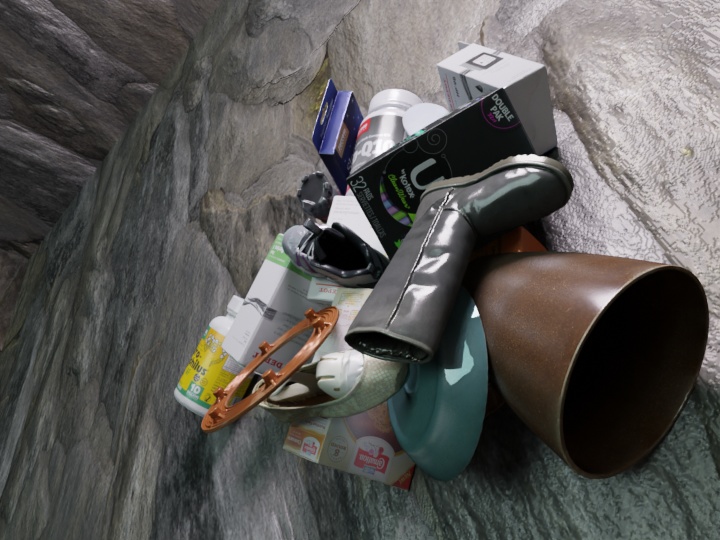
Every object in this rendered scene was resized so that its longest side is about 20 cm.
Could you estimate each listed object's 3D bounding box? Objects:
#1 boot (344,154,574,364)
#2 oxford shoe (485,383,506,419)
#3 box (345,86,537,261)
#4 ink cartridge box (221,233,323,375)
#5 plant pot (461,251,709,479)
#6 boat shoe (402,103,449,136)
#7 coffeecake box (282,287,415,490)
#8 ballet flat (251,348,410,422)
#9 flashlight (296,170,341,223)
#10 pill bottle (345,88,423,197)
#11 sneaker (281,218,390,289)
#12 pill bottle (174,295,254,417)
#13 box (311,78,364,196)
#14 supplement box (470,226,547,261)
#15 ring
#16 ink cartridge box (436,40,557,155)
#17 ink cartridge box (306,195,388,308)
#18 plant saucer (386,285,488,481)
[{"bbox_3d":[0.089,-0.009,0.536,0.181,0.073,0.201,-13,33,45],"label":"boot"},{"bbox_3d":[0.126,0.126,0.666,0.201,0.071,0.071,-55,35,3],"label":"oxford shoe"},{"bbox_3d":[0.104,-0.100,0.699,0.199,0.149,0.124,-29,10,8],"label":"box"},{"bbox_3d":[-0.103,0.068,0.909,0.084,0.146,0.201,20,81,54],"label":"ink cartridge box"},{"bbox_3d":[0.177,0.057,0.555,0.188,0.186,0.200,-59,36,-1],"label":"plant pot"},{"bbox_3d":[0.133,-0.173,0.848,0.070,0.066,0.200,-38,52,-9],"label":"boat shoe"},{"bbox_3d":[0.015,0.144,0.712,0.073,0.153,0.202,0,66,49],"label":"coffeecake box"},{"bbox_3d":[-0.040,0.120,0.611,0.199,0.062,0.068,-26,45,35],"label":"ballet flat"},{"bbox_3d":[-0.064,-0.122,0.969,0.068,0.200,0.068,-27,86,0],"label":"flashlight"},{"bbox_3d":[0.045,-0.181,0.934,0.113,0.113,0.202,-16,54,42],"label":"pill bottle"},{"bbox_3d":[-0.046,-0.033,0.741,0.199,0.140,0.078,21,80,31],"label":"sneaker"},{"bbox_3d":[-0.234,0.153,1.032,0.112,0.112,0.201,21,82,53],"label":"pill bottle"},{"bbox_3d":[-0.021,-0.204,0.966,0.032,0.200,0.122,6,67,21],"label":"box"},{"bbox_3d":[0.133,0.015,0.738,0.199,0.069,0.067,-23,47,42],"label":"supplement box"},{"bbox_3d":[-0.105,0.104,0.662,0.200,0.019,0.201,-38,10,7],"label":"ring"},{"bbox_3d":[0.175,-0.235,0.806,0.066,0.116,0.200,-31,37,-8],"label":"ink cartridge box"},{"bbox_3d":[0.000,0.000,0.829,0.115,0.067,0.202,5,73,29],"label":"ink cartridge box"},{"bbox_3d":[0.066,0.108,0.595,0.200,0.036,0.202,-174,90,-74],"label":"plant saucer"}]
